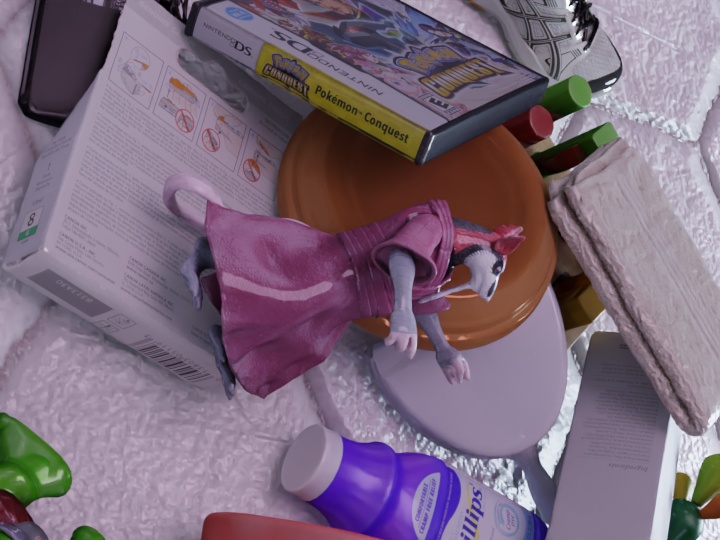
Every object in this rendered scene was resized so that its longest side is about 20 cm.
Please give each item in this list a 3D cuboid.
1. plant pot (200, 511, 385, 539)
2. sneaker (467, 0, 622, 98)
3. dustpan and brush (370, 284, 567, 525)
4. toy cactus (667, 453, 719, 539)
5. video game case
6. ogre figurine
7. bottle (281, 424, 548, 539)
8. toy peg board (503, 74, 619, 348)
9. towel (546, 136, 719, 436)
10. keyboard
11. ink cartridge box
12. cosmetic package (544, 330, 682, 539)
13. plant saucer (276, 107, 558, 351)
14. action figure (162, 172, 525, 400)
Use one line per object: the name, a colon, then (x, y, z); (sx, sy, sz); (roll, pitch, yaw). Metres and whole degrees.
plant pot: (-0.014, 0.248, 0.826); (0.200, 0.200, 0.178); (24, 72, -31)
sneaker: (0.153, -0.215, 1.166); (0.200, 0.087, 0.076); (38, 53, -25)
dustpan and brush: (0.105, 0.106, 1.028); (0.139, 0.057, 0.201); (-29, 97, -5)
toy cactus: (0.232, 0.230, 1.088); (0.164, 0.102, 0.201); (8, 95, -13)
video game case: (0.011, -0.142, 0.965); (0.180, 0.026, 0.200); (30, 29, 17)
ogre figurine: (-0.194, 0.153, 0.760); (0.120, 0.098, 0.201); (-33, 108, -52)
bottle: (0.038, 0.164, 0.962); (0.200, 0.065, 0.084); (33, 59, -27)
toy peg board: (0.130, -0.036, 1.081); (0.199, 0.098, 0.201); (-41, 102, -40)
towel: (0.205, 0.009, 1.021); (0.201, 0.034, 0.132); (60, 35, -2)
keyboard: (-0.156, -0.177, 0.941); (0.103, 0.040, 0.201); (13, 74, -17)
ink cartridge box: (-0.122, -0.051, 0.905); (0.161, 0.050, 0.201); (36, 50, -36)
cosmetic package: (0.182, 0.149, 1.028); (0.200, 0.074, 0.102); (-66, 153, -44)
plant saucer: (0.044, -0.045, 0.961); (0.199, 0.037, 0.201); (9, 61, -17)
action figure: (0.000, 0.000, 0.864); (0.199, 0.134, 0.150); (-20, 71, -5)
